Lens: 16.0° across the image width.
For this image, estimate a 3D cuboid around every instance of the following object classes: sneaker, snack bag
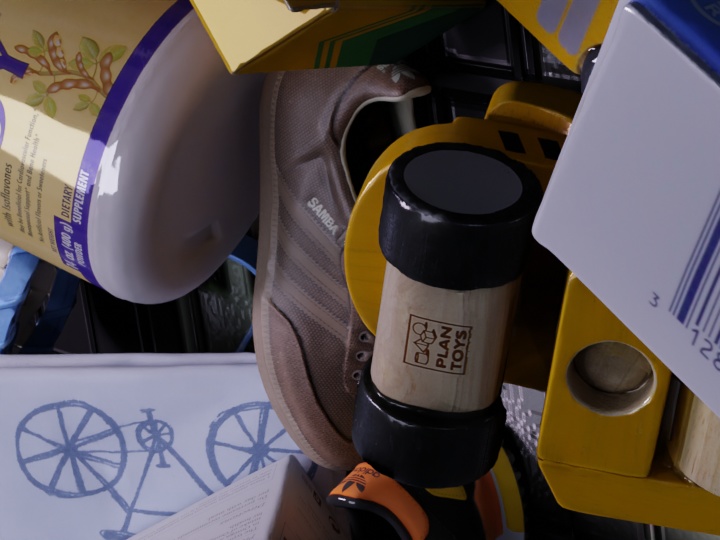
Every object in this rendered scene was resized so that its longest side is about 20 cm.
[{"bbox_3d":[0.000,0.000,1.088,0.076,0.070,0.200,17,121,46],"label":"sneaker"},{"bbox_3d":[-0.095,0.132,1.196,0.188,0.021,0.200,-2,109,6],"label":"snack bag"},{"bbox_3d":[0.034,0.166,1.112,0.070,0.090,0.200,1,109,51],"label":"sneaker"}]

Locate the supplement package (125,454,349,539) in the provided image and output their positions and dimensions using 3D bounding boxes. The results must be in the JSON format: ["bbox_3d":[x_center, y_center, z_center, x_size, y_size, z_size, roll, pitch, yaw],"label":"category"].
[{"bbox_3d":[-0.058,0.187,1.093,0.117,0.200,0.117,-28,105,15],"label":"supplement package"}]

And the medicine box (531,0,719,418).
[{"bbox_3d":[0.187,-0.018,0.732,0.182,0.200,0.103,46,141,27],"label":"medicine box"}]

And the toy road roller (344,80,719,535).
[{"bbox_3d":[0.093,0.002,0.956,0.200,0.146,0.123,11,124,6],"label":"toy road roller"}]

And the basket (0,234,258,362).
[{"bbox_3d":[-0.148,0.009,1.240,0.200,0.139,0.176,30,134,2],"label":"basket"}]

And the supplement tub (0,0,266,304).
[{"bbox_3d":[-0.141,-0.086,1.119,0.200,0.145,0.145,25,129,19],"label":"supplement tub"}]

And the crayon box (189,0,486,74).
[{"bbox_3d":[-0.033,-0.139,0.949,0.051,0.200,0.127,-31,84,21],"label":"crayon box"}]

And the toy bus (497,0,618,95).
[{"bbox_3d":[0.075,-0.134,0.929,0.200,0.065,0.078,47,137,27],"label":"toy bus"}]
